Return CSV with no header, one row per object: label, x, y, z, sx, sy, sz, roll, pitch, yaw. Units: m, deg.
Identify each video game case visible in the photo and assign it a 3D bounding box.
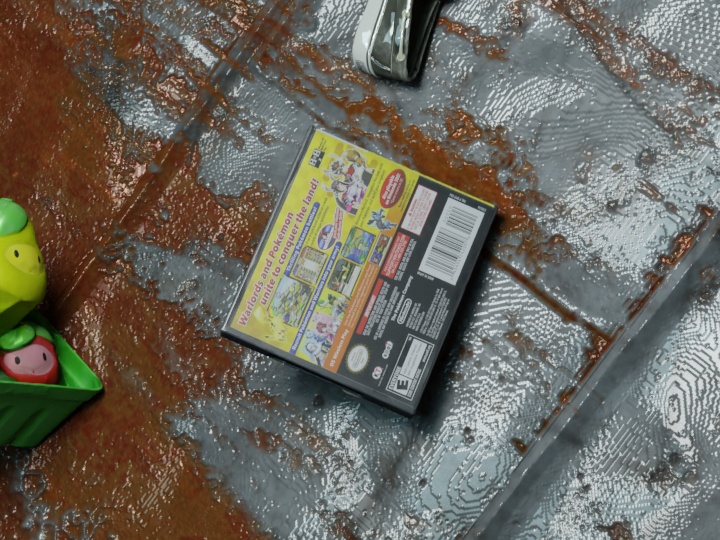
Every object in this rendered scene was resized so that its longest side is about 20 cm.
video game case,0.000,0.000,1.847,0.179,0.026,0.201,23,74,1

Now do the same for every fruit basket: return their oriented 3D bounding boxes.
fruit basket,-0.334,0.048,1.967,0.216,0.215,0.155,-49,59,4

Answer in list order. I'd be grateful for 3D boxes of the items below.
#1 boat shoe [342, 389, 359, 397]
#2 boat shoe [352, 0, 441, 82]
boat shoe,-0.021,0.020,1.899,0.069,0.070,0.202,-26,68,47
boat shoe,0.056,-0.268,1.952,0.063,0.071,0.202,16,89,31
